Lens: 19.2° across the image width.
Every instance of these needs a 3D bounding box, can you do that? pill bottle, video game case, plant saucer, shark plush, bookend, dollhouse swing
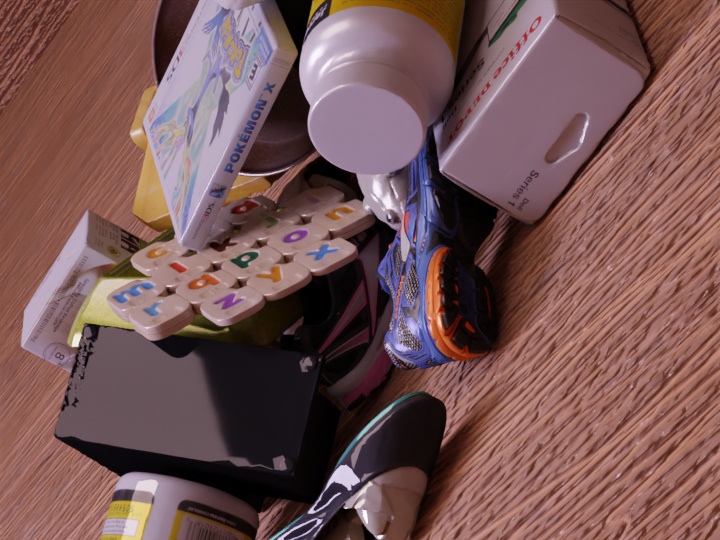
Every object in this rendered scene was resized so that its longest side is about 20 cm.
[{"bbox_3d":[0.016,-0.163,1.512,0.111,0.111,0.200,-46,23,38],"label":"pill bottle"},{"bbox_3d":[-0.114,-0.142,1.669,0.183,0.022,0.200,-62,27,24],"label":"video game case"},{"bbox_3d":[-0.083,-0.178,1.747,0.201,0.200,0.037,-51,-21,27],"label":"plant saucer"},{"bbox_3d":[0.045,-0.077,1.577,0.091,0.083,0.200,105,154,-42],"label":"shark plush"},{"bbox_3d":[-0.095,0.124,1.625,0.199,0.199,0.092,7,73,23],"label":"bookend"},{"bbox_3d":[-0.085,-0.102,1.892,0.200,0.182,0.176,-20,58,28],"label":"dollhouse swing"},{"bbox_3d":[-0.151,0.258,1.561,0.111,0.111,0.201,-23,48,63],"label":"pill bottle"},{"bbox_3d":[-0.110,-0.002,1.705,0.200,0.048,0.200,-1,24,34],"label":"plant saucer"}]

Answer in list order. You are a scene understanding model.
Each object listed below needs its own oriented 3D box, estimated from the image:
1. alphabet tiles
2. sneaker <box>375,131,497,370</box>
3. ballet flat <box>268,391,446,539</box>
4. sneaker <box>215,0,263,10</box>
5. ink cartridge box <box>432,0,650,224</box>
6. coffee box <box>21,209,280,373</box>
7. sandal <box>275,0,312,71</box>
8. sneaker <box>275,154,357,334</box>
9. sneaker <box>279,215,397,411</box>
[{"bbox_3d":[-0.089,-0.008,1.606,0.200,0.015,0.196,-29,25,-18],"label":"alphabet tiles"},{"bbox_3d":[0.045,-0.015,1.489,0.078,0.075,0.200,-29,39,33],"label":"sneaker"},{"bbox_3d":[-0.002,0.169,1.417,0.200,0.073,0.073,-47,21,20],"label":"ballet flat"},{"bbox_3d":[-0.030,-0.239,1.623,0.200,0.088,0.075,-43,-2,-44],"label":"sneaker"},{"bbox_3d":[0.120,-0.147,1.520,0.146,0.084,0.200,-54,18,23],"label":"ink cartridge box"},{"bbox_3d":[-0.179,0.052,1.848,0.115,0.200,0.080,-56,18,16],"label":"coffee box"},{"bbox_3d":[0.005,-0.150,1.658,0.075,0.200,0.045,-43,4,11],"label":"sandal"},{"bbox_3d":[-0.049,-0.034,1.830,0.085,0.073,0.200,-50,19,38],"label":"sneaker"},{"bbox_3d":[0.000,0.000,1.622,0.080,0.086,0.200,-34,31,52],"label":"sneaker"}]
